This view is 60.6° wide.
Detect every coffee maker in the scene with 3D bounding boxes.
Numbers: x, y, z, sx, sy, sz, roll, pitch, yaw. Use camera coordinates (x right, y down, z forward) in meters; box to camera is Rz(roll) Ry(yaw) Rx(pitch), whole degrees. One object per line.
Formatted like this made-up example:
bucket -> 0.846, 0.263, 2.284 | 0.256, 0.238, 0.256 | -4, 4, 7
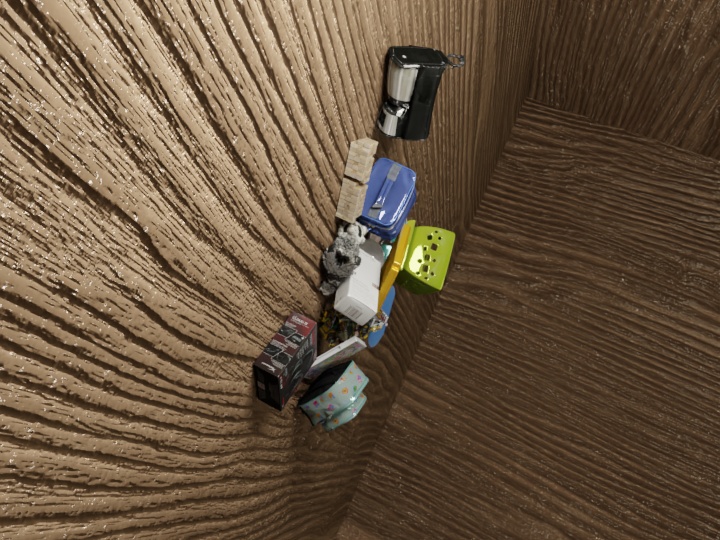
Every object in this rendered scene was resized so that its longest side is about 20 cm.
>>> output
coffee maker -> 0.145, -0.433, 1.532 | 0.137, 0.186, 0.204 | -74, 175, -48

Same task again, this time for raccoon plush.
raccoon plush -> -0.057, -0.047, 1.627 | 0.200, 0.096, 0.136 | -42, -160, 42

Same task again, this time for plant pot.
plant pot -> 0.176, -0.049, 2.040 | 0.198, 0.177, 0.205 | -19, -129, 69

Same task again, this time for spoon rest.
spoon rest -> 0.000, 0.000, 1.800 | 0.203, 0.098, 0.060 | -57, -167, -15

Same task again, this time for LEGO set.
LEGO set -> -0.012, 0.162, 1.771 | 0.196, 0.116, 0.156 | 5, 124, -44

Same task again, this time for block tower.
block tower -> -0.010, -0.226, 1.532 | 0.058, 0.053, 0.205 | -36, 145, -60

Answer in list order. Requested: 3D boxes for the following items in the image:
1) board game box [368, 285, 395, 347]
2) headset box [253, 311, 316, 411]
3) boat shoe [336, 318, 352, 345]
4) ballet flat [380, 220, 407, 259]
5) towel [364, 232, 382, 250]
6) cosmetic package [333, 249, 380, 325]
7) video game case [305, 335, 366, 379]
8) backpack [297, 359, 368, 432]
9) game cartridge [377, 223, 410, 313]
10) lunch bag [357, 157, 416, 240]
board game box -> 0.051, 0.139, 1.947 | 0.157, 0.038, 0.206 | -7, 114, -69
headset box -> -0.176, 0.216, 1.517 | 0.201, 0.076, 0.151 | -53, 158, -39
boat shoe -> -0.052, 0.176, 1.907 | 0.061, 0.072, 0.203 | -10, 139, -21
ballet flat -> 0.095, -0.081, 1.941 | 0.205, 0.071, 0.072 | -67, 164, 1
towel -> 0.042, -0.078, 1.937 | 0.199, 0.031, 0.196 | -31, 140, -66
cosmetic package -> -0.006, 0.038, 1.660 | 0.074, 0.100, 0.203 | -41, -152, 35
video game case -> -0.082, 0.252, 1.765 | 0.196, 0.018, 0.143 | -30, 163, 3
backpack -> -0.067, 0.366, 1.819 | 0.200, 0.154, 0.176 | -45, 178, 36
game cartridge -> 0.086, -0.006, 1.710 | 0.202, 0.032, 0.179 | -74, -173, -52
lunch bag -> 0.064, -0.191, 1.672 | 0.204, 0.133, 0.133 | -63, 165, -16
